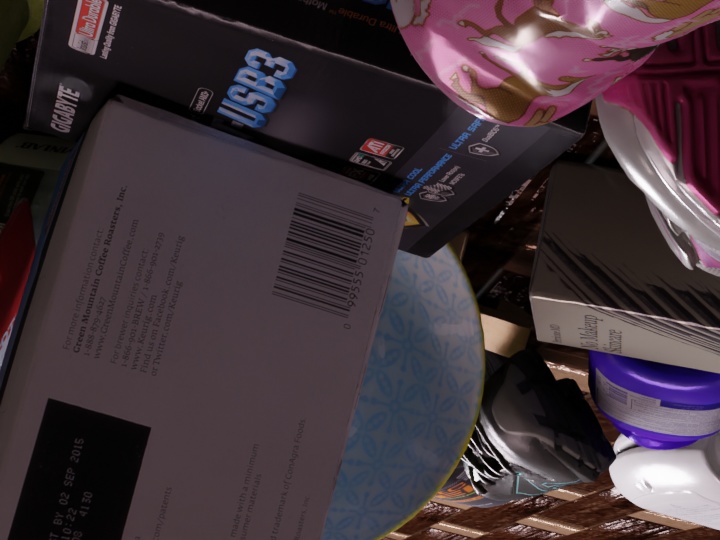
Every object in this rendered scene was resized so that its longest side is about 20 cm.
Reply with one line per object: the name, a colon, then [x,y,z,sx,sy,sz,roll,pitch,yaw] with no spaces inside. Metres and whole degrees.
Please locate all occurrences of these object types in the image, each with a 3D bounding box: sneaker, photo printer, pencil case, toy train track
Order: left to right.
toy train track: [0.000,0.000,0.887,0.198,0.033,0.115,19,127,7]
sneaker: [0.090,0.099,0.886,0.079,0.076,0.200,-29,162,9]
pencil case: [0.080,-0.097,0.404,0.082,0.087,0.200,-16,179,-27]
sneaker: [0.133,-0.033,0.570,0.088,0.082,0.199,2,166,42]
photo printer: [0.281,0.147,1.125,0.198,0.070,0.166,17,165,-11]

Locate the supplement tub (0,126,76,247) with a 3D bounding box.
supplement tub: [-0.211,-0.018,0.858,0.198,0.124,0.123,9,165,17]

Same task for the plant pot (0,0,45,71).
plant pot: [-0.243,-0.051,0.637,0.198,0.192,0.200,12,164,3]

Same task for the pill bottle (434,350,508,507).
pill bottle: [0.042,0.088,1.007,0.105,0.107,0.200,5,170,29]

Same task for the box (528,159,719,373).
box: [0.178,0.008,0.717,0.198,0.069,0.082,9,164,13]

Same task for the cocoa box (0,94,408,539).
cocoa box: [-0.082,0.053,0.671,0.132,0.202,0.131,18,167,-15]

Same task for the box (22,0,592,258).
box: [-0.031,-0.074,0.648,0.197,0.050,0.200,16,164,-12]

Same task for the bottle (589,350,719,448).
bottle: [0.166,0.055,0.874,0.083,0.066,0.200,11,165,12]

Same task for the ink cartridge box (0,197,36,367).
ink cartridge box: [-0.200,0.057,0.746,0.067,0.117,0.201,18,142,5]

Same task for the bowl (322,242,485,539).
bowl: [-0.044,0.044,0.830,0.198,0.202,0.108,16,176,-11]
